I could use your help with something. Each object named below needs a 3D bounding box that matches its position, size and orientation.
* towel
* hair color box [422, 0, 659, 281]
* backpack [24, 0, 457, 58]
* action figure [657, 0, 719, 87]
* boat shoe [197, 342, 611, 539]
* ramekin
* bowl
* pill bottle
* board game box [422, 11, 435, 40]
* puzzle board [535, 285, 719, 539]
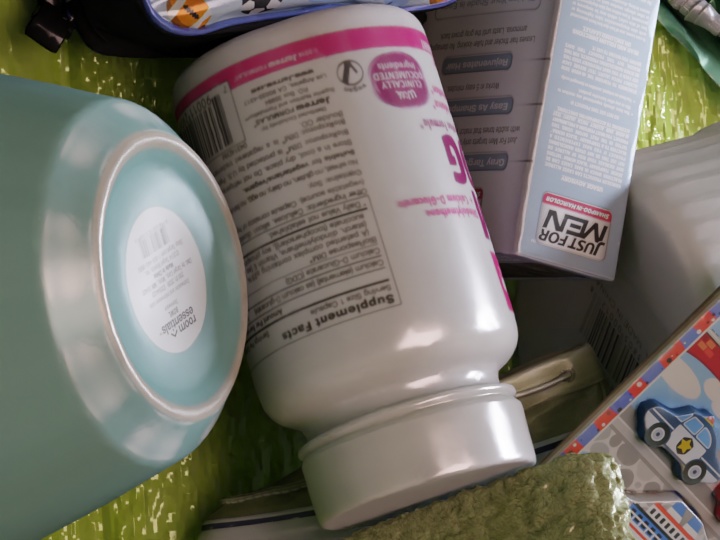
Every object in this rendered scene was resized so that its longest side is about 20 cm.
[{"bbox_3d":[0.028,0.162,1.143,0.036,0.200,0.149,50,20,-48],"label":"towel"},{"bbox_3d":[0.077,-0.098,1.277,0.061,0.099,0.200,16,81,-35],"label":"hair color box"},{"bbox_3d":[-0.043,-0.194,1.202,0.200,0.154,0.191,-8,85,-35],"label":"backpack"},{"bbox_3d":[0.190,-0.139,1.419,0.200,0.055,0.118,38,71,-23],"label":"action figure"},{"bbox_3d":[0.020,0.084,1.264,0.200,0.072,0.062,-16,88,-11],"label":"boat shoe"},{"bbox_3d":[0.154,0.033,1.306,0.098,0.200,0.201,-10,95,-27],"label":"ramekin"},{"bbox_3d":[-0.117,0.009,1.120,0.201,0.105,0.201,29,57,-57],"label":"bowl"},{"bbox_3d":[0.000,0.000,1.193,0.113,0.113,0.200,-9,76,-34],"label":"pill bottle"},{"bbox_3d":[0.015,-0.032,1.309,0.120,0.032,0.200,49,64,-20],"label":"board game box"},{"bbox_3d":[0.177,0.108,1.227,0.151,0.017,0.200,-45,117,1],"label":"puzzle board"}]
